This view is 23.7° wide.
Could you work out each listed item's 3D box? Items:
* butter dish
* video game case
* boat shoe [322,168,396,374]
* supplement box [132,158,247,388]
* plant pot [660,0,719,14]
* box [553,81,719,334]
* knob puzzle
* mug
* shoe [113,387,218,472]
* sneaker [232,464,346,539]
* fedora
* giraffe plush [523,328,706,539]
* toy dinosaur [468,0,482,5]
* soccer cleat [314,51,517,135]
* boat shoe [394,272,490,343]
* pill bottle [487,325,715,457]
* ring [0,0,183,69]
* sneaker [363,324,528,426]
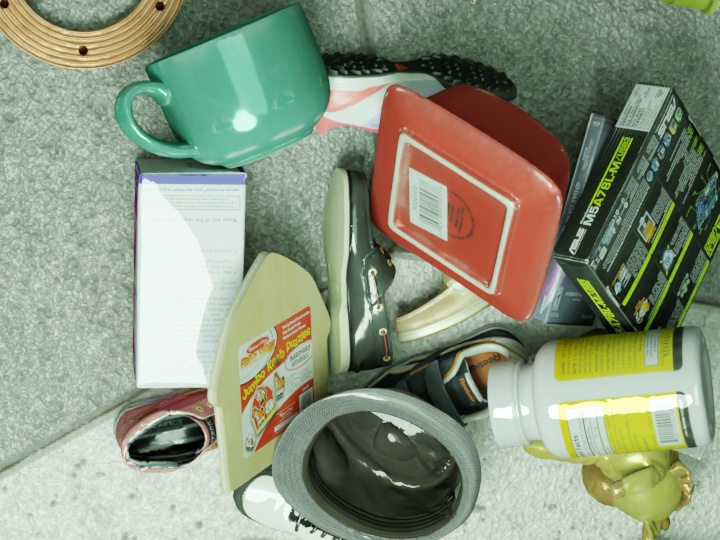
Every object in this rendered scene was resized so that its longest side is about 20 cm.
[{"bbox_3d":[0.122,-0.090,1.591,0.199,0.201,0.148,33,55,20],"label":"butter dish"},{"bbox_3d":[0.223,-0.045,1.651,0.019,0.143,0.202,19,96,25],"label":"video game case"},{"bbox_3d":[-0.001,-0.001,1.650,0.063,0.074,0.203,-6,105,-14],"label":"boat shoe"},{"bbox_3d":[-0.161,0.001,1.605,0.102,0.101,0.202,-1,101,-10],"label":"supplement box"},{"bbox_3d":[0.237,-0.345,1.577,0.191,0.200,0.202,5,100,1],"label":"plant pot"},{"bbox_3d":[0.275,-0.042,1.626,0.193,0.047,0.201,48,63,-47],"label":"box"},{"bbox_3d":[-0.089,0.078,1.583,0.030,0.219,0.222,9,102,29],"label":"knob puzzle"},{"bbox_3d":[-0.118,-0.155,1.556,0.184,0.152,0.115,-22,101,7],"label":"mug"},{"bbox_3d":[-0.136,0.145,1.642,0.198,0.091,0.072,-13,103,-8],"label":"shoe"},{"bbox_3d":[-0.028,0.240,1.689,0.199,0.080,0.074,16,100,-11],"label":"sneaker"},{"bbox_3d":[0.020,0.171,1.630,0.199,0.090,0.178,21,118,-8],"label":"fedora"},{"bbox_3d":[0.269,0.181,1.705,0.172,0.200,0.163,-42,140,-15],"label":"giraffe plush"},{"bbox_3d":[0.085,-0.353,1.610,0.087,0.047,0.202,-2,101,-25],"label":"toy dinosaur"},{"bbox_3d":[0.049,-0.163,1.637,0.198,0.068,0.074,1,121,-12],"label":"soccer cleat"},{"bbox_3d":[0.112,0.000,1.675,0.199,0.074,0.070,-30,94,-5],"label":"boat shoe"},{"bbox_3d":[0.223,0.115,1.591,0.198,0.111,0.112,-6,103,16],"label":"pill bottle"},{"bbox_3d":[-0.255,-0.286,1.574,0.199,0.019,0.202,-2,102,-10],"label":"ring"},{"bbox_3d":[0.074,0.121,1.684,0.199,0.079,0.079,-32,106,-1],"label":"sneaker"}]
